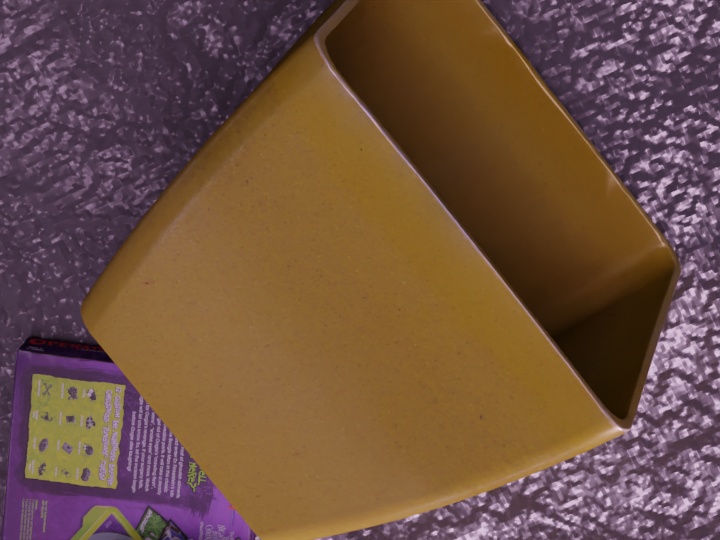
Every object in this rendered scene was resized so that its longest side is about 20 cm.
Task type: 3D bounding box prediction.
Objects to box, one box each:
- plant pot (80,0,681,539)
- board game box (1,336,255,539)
[{"bbox_3d":[0.000,0.000,1.140,0.176,0.200,0.200,-35,99,24],"label":"plant pot"},{"bbox_3d":[-0.111,0.136,1.257,0.120,0.032,0.200,9,105,6],"label":"board game box"}]
